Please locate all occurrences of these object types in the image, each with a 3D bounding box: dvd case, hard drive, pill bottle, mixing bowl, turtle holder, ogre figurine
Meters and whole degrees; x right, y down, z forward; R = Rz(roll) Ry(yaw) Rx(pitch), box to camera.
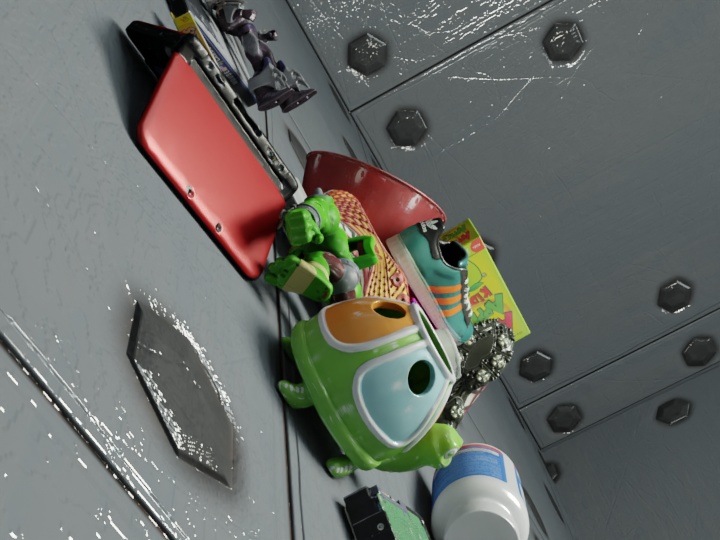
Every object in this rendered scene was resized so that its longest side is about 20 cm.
[{"bbox_3d":[-0.206,-0.326,1.339,0.151,0.025,0.200,67,8,32],"label":"dvd case"},{"bbox_3d":[0.053,0.290,0.849,0.140,0.038,0.200,50,15,-57],"label":"hard drive"},{"bbox_3d":[0.137,0.281,1.167,0.112,0.112,0.200,62,8,-3],"label":"pill bottle"},{"bbox_3d":[-0.002,-0.060,1.296,0.200,0.109,0.200,24,-10,5],"label":"mixing bowl"},{"bbox_3d":[0.019,0.111,0.898,0.186,0.131,0.141,62,7,1],"label":"turtle holder"},{"bbox_3d":[-0.032,0.008,1.003,0.200,0.098,0.120,54,25,-24],"label":"ogre figurine"}]

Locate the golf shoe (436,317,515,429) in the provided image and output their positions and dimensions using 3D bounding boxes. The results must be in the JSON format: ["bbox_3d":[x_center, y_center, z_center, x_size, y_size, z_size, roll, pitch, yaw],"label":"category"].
[{"bbox_3d":[0.134,0.150,1.376,0.077,0.200,0.088,37,-15,6],"label":"golf shoe"}]

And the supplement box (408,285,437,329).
[{"bbox_3d":[0.048,0.082,1.306,0.104,0.101,0.200,60,7,-8],"label":"supplement box"}]

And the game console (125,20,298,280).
[{"bbox_3d":[-0.157,-0.113,0.940,0.172,0.119,0.200,25,-23,44],"label":"game console"}]

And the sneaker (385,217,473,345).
[{"bbox_3d":[0.109,0.016,1.252,0.200,0.080,0.071,55,9,-40],"label":"sneaker"}]

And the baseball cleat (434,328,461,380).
[{"bbox_3d":[0.043,0.089,1.131,0.200,0.106,0.070,36,19,-48],"label":"baseball cleat"}]

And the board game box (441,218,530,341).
[{"bbox_3d":[0.149,0.034,1.384,0.200,0.101,0.048,57,5,-37],"label":"board game box"}]

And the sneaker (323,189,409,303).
[{"bbox_3d":[0.000,0.000,1.194,0.077,0.073,0.200,-32,-100,63],"label":"sneaker"}]

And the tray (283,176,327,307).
[{"bbox_3d":[-0.052,-0.024,1.163,0.200,0.022,0.107,63,-17,8],"label":"tray"}]

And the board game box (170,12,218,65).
[{"bbox_3d":[-0.158,-0.200,1.119,0.200,0.030,0.096,59,-5,32],"label":"board game box"}]

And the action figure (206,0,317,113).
[{"bbox_3d":[-0.143,-0.306,1.350,0.200,0.069,0.130,59,16,11],"label":"action figure"}]
